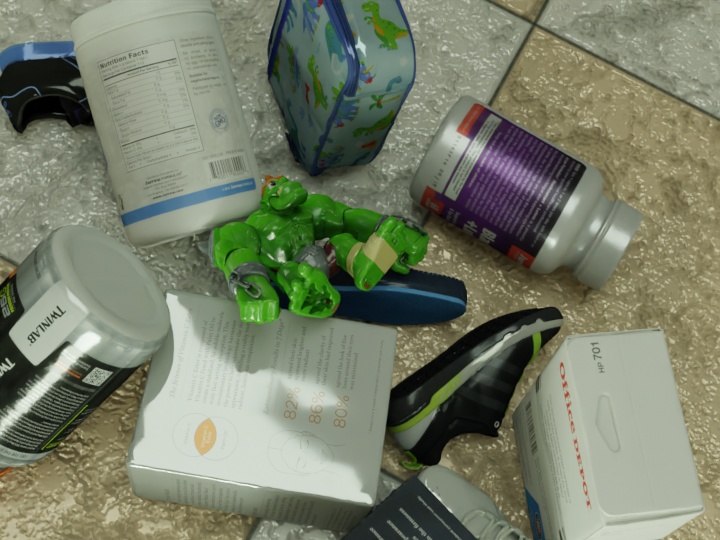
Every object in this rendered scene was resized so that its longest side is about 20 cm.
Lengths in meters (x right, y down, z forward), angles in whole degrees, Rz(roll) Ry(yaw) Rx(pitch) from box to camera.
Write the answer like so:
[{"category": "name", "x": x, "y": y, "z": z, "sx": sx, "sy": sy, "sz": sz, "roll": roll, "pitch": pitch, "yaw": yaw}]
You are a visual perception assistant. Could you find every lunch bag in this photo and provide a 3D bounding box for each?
[{"category": "lunch bag", "x": -0.025, "y": -0.195, "z": 1.086, "sx": 0.082, "sy": 0.200, "sz": 0.162, "roll": -12, "pitch": 70, "yaw": -20}]

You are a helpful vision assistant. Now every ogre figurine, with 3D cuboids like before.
[{"category": "ogre figurine", "x": -0.048, "y": -0.016, "z": 0.991, "sx": 0.119, "sy": 0.099, "sz": 0.200, "roll": 30, "pitch": 56, "yaw": 35}]

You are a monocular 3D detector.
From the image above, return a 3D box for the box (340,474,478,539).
[{"category": "box", "x": 0.015, "y": 0.281, "z": 0.903, "sx": 0.148, "sy": 0.105, "sz": 0.199, "roll": 45, "pitch": 50, "yaw": 14}]

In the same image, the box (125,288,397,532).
[{"category": "box", "x": -0.080, "y": 0.119, "z": 0.992, "sx": 0.198, "sy": 0.107, "sz": 0.154, "roll": 10, "pitch": 66, "yaw": -3}]

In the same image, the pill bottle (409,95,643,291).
[{"category": "pill bottle", "x": 0.154, "y": -0.067, "z": 1.102, "sx": 0.199, "sy": 0.112, "sz": 0.112, "roll": 31, "pitch": 66, "yaw": 7}]

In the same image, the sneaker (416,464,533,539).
[{"category": "sneaker", "x": 0.120, "y": 0.235, "z": 0.978, "sx": 0.074, "sy": 0.087, "sz": 0.200, "roll": -37, "pitch": 75, "yaw": -26}]

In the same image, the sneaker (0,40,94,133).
[{"category": "sneaker", "x": -0.241, "y": -0.180, "z": 1.127, "sx": 0.198, "sy": 0.070, "sz": 0.079, "roll": -11, "pitch": 73, "yaw": -6}]

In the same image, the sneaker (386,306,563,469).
[{"category": "sneaker", "x": 0.106, "y": 0.105, "z": 1.057, "sx": 0.199, "sy": 0.072, "sz": 0.083, "roll": -32, "pitch": 98, "yaw": -18}]

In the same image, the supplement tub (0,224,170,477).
[{"category": "supplement tub", "x": -0.255, "y": 0.070, "z": 0.940, "sx": 0.200, "sy": 0.122, "sz": 0.123, "roll": -43, "pitch": 74, "yaw": 19}]

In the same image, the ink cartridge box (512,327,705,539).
[{"category": "ink cartridge box", "x": 0.191, "y": 0.151, "z": 0.962, "sx": 0.085, "sy": 0.200, "sz": 0.148, "roll": -4, "pitch": 67, "yaw": -9}]

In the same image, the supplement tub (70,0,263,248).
[{"category": "supplement tub", "x": -0.167, "y": -0.131, "z": 1.044, "sx": 0.131, "sy": 0.132, "sz": 0.202, "roll": -16, "pitch": 92, "yaw": -14}]

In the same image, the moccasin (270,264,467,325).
[{"category": "moccasin", "x": 0.000, "y": 0.000, "z": 1.071, "sx": 0.198, "sy": 0.081, "sz": 0.069, "roll": 9, "pitch": 61, "yaw": -5}]
